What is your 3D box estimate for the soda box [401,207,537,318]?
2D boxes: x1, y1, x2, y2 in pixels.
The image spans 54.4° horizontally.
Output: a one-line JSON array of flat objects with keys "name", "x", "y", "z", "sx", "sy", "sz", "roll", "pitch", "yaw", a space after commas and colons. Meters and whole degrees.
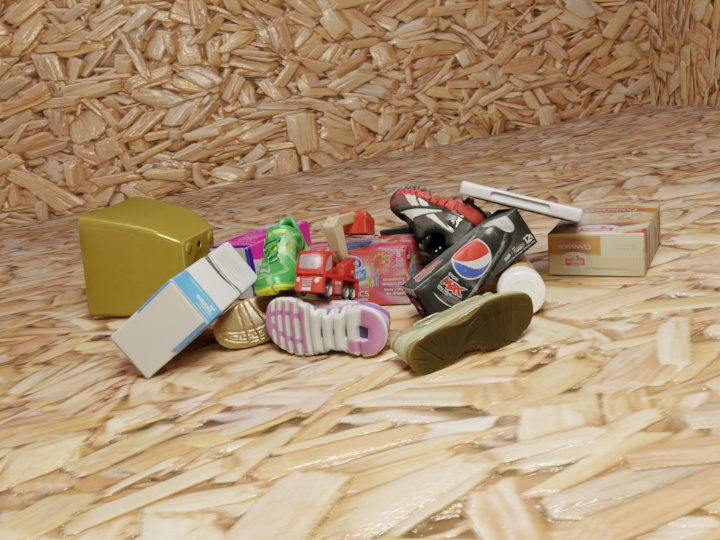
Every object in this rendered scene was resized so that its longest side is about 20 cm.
[{"name": "soda box", "x": 0.161, "y": -0.009, "z": 1.041, "sx": 0.199, "sy": 0.064, "sz": 0.071, "roll": -38, "pitch": 10, "yaw": -9}]

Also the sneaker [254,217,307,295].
[{"name": "sneaker", "x": -0.129, "y": -0.023, "z": 1.083, "sx": 0.073, "sy": 0.085, "sz": 0.201, "roll": -11, "pitch": 24, "yaw": 7}]

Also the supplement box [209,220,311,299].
[{"name": "supplement box", "x": -0.187, "y": -0.024, "z": 1.380, "sx": 0.102, "sy": 0.103, "sz": 0.199, "roll": 1, "pitch": 17, "yaw": 33}]

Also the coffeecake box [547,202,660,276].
[{"name": "coffeecake box", "x": 0.419, "y": -0.056, "z": 1.196, "sx": 0.152, "sy": 0.074, "sz": 0.200, "roll": 1, "pitch": 19, "yaw": 30}]

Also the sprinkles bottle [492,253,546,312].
[{"name": "sprinkles bottle", "x": 0.238, "y": 0.006, "z": 1.088, "sx": 0.067, "sy": 0.069, "sz": 0.200, "roll": -7, "pitch": 16, "yaw": 7}]

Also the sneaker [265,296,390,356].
[{"name": "sneaker", "x": -0.041, "y": 0.075, "z": 1.006, "sx": 0.197, "sy": 0.082, "sz": 0.088, "roll": 4, "pitch": 12, "yaw": 24}]

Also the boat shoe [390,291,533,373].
[{"name": "boat shoe", "x": 0.136, "y": 0.072, "z": 0.915, "sx": 0.199, "sy": 0.074, "sz": 0.063, "roll": -23, "pitch": 24, "yaw": -20}]

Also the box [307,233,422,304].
[{"name": "box", "x": 0.000, "y": 0.000, "z": 1.195, "sx": 0.197, "sy": 0.097, "sz": 0.100, "roll": -3, "pitch": 17, "yaw": 20}]

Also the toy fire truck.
[{"name": "toy fire truck", "x": -0.035, "y": -0.028, "z": 1.054, "sx": 0.048, "sy": 0.143, "sz": 0.200, "roll": 1, "pitch": -4, "yaw": 21}]

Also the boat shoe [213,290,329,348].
[{"name": "boat shoe", "x": -0.136, "y": 0.070, "z": 1.102, "sx": 0.198, "sy": 0.072, "sz": 0.069, "roll": -23, "pitch": -7, "yaw": -19}]

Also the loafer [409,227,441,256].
[{"name": "loafer", "x": 0.143, "y": -0.060, "z": 1.195, "sx": 0.071, "sy": 0.073, "sz": 0.199, "roll": -42, "pitch": 27, "yaw": -22}]

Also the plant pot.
[{"name": "plant pot", "x": -0.392, "y": -0.024, "z": 1.354, "sx": 0.197, "sy": 0.197, "sz": 0.196, "roll": 5, "pitch": 19, "yaw": 16}]

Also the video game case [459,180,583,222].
[{"name": "video game case", "x": 0.257, "y": -0.106, "z": 1.109, "sx": 0.180, "sy": 0.022, "sz": 0.200, "roll": 16, "pitch": 8, "yaw": 14}]

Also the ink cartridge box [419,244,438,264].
[{"name": "ink cartridge box", "x": 0.181, "y": -0.038, "z": 1.316, "sx": 0.199, "sy": 0.051, "sz": 0.108, "roll": -24, "pitch": 21, "yaw": -39}]

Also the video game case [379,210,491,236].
[{"name": "video game case", "x": 0.151, "y": -0.092, "z": 1.386, "sx": 0.141, "sy": 0.019, "sz": 0.199, "roll": -5, "pitch": 7, "yaw": 39}]

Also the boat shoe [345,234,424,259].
[{"name": "boat shoe", "x": 0.031, "y": -0.041, "z": 1.390, "sx": 0.197, "sy": 0.061, "sz": 0.076, "roll": -2, "pitch": 16, "yaw": 25}]

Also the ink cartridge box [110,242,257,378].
[{"name": "ink cartridge box", "x": -0.259, "y": 0.054, "z": 1.064, "sx": 0.145, "sy": 0.084, "sz": 0.200, "roll": -41, "pitch": 5, "yaw": 21}]

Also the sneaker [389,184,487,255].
[{"name": "sneaker", "x": 0.109, "y": -0.079, "z": 1.143, "sx": 0.199, "sy": 0.099, "sz": 0.071, "roll": 21, "pitch": -13, "yaw": 47}]
